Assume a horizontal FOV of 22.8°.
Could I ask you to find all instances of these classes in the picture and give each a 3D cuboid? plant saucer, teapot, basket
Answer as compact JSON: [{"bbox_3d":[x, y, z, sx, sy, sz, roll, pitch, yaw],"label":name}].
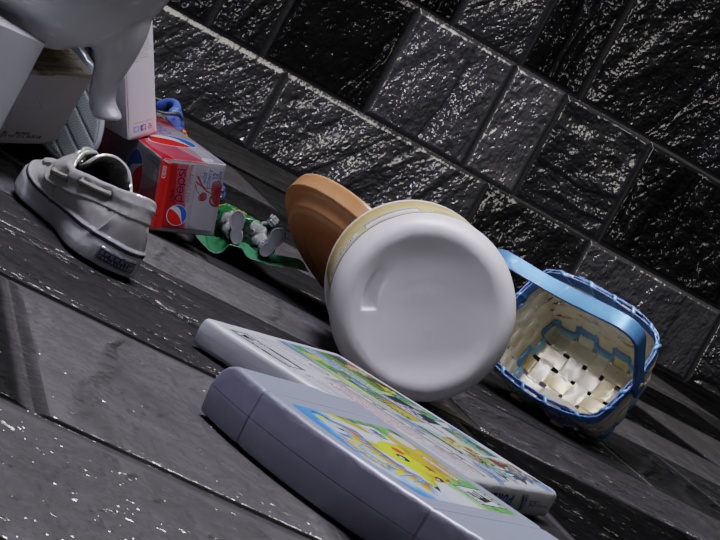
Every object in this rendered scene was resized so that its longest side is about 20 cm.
[{"bbox_3d":[0.000,0.000,1.619,0.200,0.032,0.200,42,-18,18],"label":"plant saucer"},{"bbox_3d":[-0.251,-0.251,1.425,0.197,0.146,0.200,28,33,-34],"label":"teapot"},{"bbox_3d":[0.209,0.072,1.757,0.176,0.139,0.200,31,-25,30],"label":"basket"}]

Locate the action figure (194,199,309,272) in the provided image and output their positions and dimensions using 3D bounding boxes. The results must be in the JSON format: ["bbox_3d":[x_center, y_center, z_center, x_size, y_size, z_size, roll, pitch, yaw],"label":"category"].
[{"bbox_3d":[-0.119,-0.042,1.721,0.118,0.055,0.200,25,1,-15],"label":"action figure"}]

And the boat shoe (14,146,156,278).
[{"bbox_3d":[-0.196,-0.057,1.293,0.072,0.066,0.200,26,5,-26],"label":"boat shoe"}]

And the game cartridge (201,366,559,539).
[{"bbox_3d":[0.015,0.112,0.925,0.200,0.041,0.133,32,9,33],"label":"game cartridge"}]

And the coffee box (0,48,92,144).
[{"bbox_3d":[-0.335,-0.200,1.503,0.200,0.080,0.114,47,27,25],"label":"coffee box"}]

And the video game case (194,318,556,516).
[{"bbox_3d":[0.012,0.097,1.155,0.200,0.022,0.182,30,5,29],"label":"video game case"}]

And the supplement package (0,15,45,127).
[{"bbox_3d":[-0.363,-0.180,1.354,0.200,0.114,0.109,32,6,19],"label":"supplement package"}]

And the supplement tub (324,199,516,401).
[{"bbox_3d":[0.043,0.019,1.428,0.144,0.145,0.200,28,5,-6],"label":"supplement tub"}]

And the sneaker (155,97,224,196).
[{"bbox_3d":[-0.201,-0.133,1.827,0.200,0.079,0.075,43,-5,-41],"label":"sneaker"}]

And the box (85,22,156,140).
[{"bbox_3d":[-0.239,-0.233,1.598,0.036,0.201,0.144,-20,34,-36],"label":"box"}]

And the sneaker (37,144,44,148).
[{"bbox_3d":[-0.311,-0.167,1.735,0.075,0.079,0.200,25,6,-34],"label":"sneaker"}]

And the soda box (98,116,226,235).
[{"bbox_3d":[-0.188,-0.093,1.641,0.063,0.070,0.200,4,15,-25],"label":"soda box"}]

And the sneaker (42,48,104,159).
[{"bbox_3d":[-0.274,-0.186,1.587,0.071,0.073,0.201,102,-29,-79],"label":"sneaker"}]
